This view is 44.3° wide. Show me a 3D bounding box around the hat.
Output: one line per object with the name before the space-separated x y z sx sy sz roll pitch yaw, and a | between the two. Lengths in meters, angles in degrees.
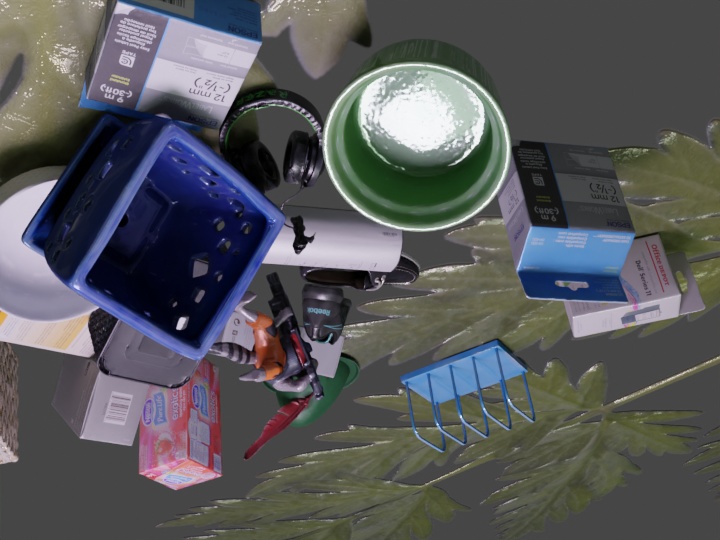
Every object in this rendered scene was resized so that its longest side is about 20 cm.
hat | -0.091 0.258 1.534 0.199 0.176 0.166 -9 147 2

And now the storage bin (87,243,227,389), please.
storage bin | -0.263 0.046 1.184 0.135 0.094 0.200 19 111 -35

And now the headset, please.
headset | -0.095 -0.116 1.044 0.123 0.094 0.200 -10 135 3

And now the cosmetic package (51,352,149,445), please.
cosmetic package | -0.396 0.185 1.341 0.090 0.107 0.200 16 176 -34

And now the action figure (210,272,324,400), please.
action figure | -0.133 0.095 1.228 0.104 0.200 0.194 -25 155 6

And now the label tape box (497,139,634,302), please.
label tape box | 0.254 -0.062 1.088 0.143 0.200 0.066 3 145 -16

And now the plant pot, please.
plant pot | -0.238 -0.047 0.983 0.180 0.200 0.200 22 168 43

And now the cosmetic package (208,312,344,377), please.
cosmetic package | -0.137 0.110 1.363 0.200 0.074 0.102 17 175 -29

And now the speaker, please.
speaker | -0.049 -0.043 1.176 0.199 0.081 0.081 3 145 -16

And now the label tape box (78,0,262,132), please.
label tape box | -0.202 -0.204 0.915 0.143 0.066 0.200 10 141 -25

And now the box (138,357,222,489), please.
box | -0.294 0.240 1.444 0.094 0.201 0.103 -20 146 17

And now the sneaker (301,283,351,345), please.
sneaker | -0.058 0.070 1.303 0.075 0.080 0.200 5 171 6

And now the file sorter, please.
file sorter | 0.198 0.236 1.614 0.200 0.123 0.139 -23 143 23

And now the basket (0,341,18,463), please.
basket | -0.603 0.175 1.291 0.160 0.200 0.198 -9 148 -9

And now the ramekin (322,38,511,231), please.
ramekin | 0.064 -0.152 0.965 0.199 0.098 0.201 4 125 6

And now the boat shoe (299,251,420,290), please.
boat shoe | 0.000 0.000 1.269 0.200 0.060 0.074 14 141 -30

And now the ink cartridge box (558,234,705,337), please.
ink cartridge box | 0.405 0.018 1.331 0.199 0.117 0.067 -13 144 7

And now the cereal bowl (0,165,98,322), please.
cereal bowl | -0.373 -0.041 1.077 0.200 0.083 0.201 -18 129 -24

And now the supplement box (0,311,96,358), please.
supplement box | -0.411 0.056 1.255 0.200 0.074 0.126 17 139 -33
